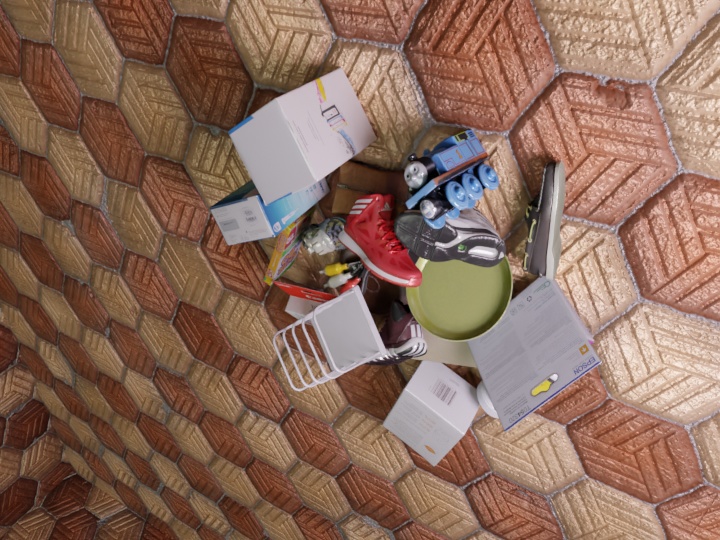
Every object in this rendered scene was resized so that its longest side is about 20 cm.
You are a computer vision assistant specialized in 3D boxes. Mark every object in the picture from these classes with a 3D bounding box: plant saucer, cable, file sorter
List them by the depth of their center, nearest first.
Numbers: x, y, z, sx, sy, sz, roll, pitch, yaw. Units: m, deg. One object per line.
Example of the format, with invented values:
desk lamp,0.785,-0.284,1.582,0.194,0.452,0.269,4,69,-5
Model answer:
plant saucer,0.178,0.027,1.067,0.193,0.031,0.208,-5,76,21
file sorter,-0.069,0.143,1.169,0.199,0.122,0.142,-32,82,52
cable,0.000,0.000,1.188,0.098,0.050,0.198,53,135,-4
plant saucer,0.029,0.021,1.243,0.195,0.037,0.206,19,128,26

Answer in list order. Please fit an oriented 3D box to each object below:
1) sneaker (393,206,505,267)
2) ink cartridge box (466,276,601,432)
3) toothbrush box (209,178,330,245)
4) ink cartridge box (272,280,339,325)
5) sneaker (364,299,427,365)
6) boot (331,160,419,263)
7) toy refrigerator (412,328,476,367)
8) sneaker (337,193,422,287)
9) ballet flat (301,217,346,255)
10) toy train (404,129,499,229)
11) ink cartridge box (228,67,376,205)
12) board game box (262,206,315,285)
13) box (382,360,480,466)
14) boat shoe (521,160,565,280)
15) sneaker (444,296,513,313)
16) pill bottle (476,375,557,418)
sneaker,0.146,-0.072,1.016,0.194,0.117,0.078,15,119,-9
ink cartridge box,0.287,0.138,0.990,0.043,0.203,0.196,28,120,-36
toothbrush box,-0.175,-0.141,1.167,0.143,0.200,0.087,-6,116,39
ink cartridge box,-0.086,0.090,1.307,0.195,0.045,0.173,11,163,30
sneaker,0.063,0.124,1.190,0.198,0.074,0.120,-24,61,50
boot,0.025,-0.099,1.099,0.194,0.068,0.195,13,101,28
toy refrigerator,0.166,0.137,1.190,0.195,0.069,0.079,1,102,37
sneaker,0.043,-0.063,1.014,0.198,0.077,0.119,35,115,33
ballet flat,-0.074,-0.060,1.185,0.073,0.071,0.199,57,162,-12
toy train,0.140,-0.147,0.937,0.116,0.198,0.086,55,135,4
ink cartridge box,-0.098,-0.238,1.043,0.145,0.200,0.148,-17,108,42
board game box,-0.160,-0.049,1.291,0.030,0.096,0.202,37,134,6
box,0.152,0.303,1.272,0.150,0.107,0.202,35,144,10
boat shoe,0.293,-0.079,0.952,0.059,0.072,0.207,12,126,28
sneaker,0.191,0.062,1.112,0.195,0.089,0.079,4,123,34
pill bottle,0.305,0.197,1.105,0.111,0.112,0.201,41,135,4
